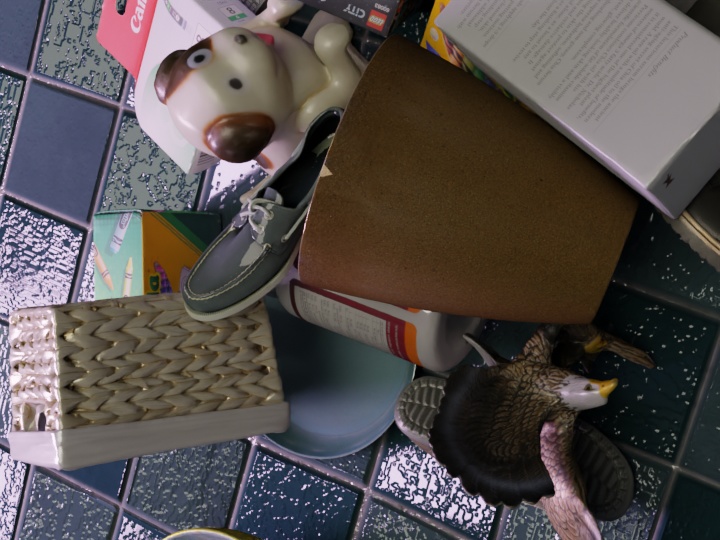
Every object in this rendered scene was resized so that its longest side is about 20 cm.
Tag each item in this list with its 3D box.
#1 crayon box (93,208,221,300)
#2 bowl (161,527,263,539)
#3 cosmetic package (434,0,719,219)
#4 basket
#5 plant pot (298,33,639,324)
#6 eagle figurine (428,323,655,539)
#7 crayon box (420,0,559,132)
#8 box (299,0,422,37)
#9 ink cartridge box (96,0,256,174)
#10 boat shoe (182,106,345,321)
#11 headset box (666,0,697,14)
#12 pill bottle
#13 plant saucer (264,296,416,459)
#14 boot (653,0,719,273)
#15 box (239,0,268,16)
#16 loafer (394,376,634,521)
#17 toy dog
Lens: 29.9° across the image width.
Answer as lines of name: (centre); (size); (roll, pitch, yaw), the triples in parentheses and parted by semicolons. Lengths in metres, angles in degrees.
crayon box: (-0.181, 0.047, 1.222); (0.058, 0.119, 0.201); (-1, 90, 30)
bowl: (-0.101, 0.317, 1.183); (0.200, 0.108, 0.201); (1, 91, 30)
cosmetic package: (0.156, -0.136, 0.881); (0.102, 0.071, 0.200); (-49, 60, 6)
basket: (-0.175, 0.081, 1.086); (0.135, 0.199, 0.124); (-6, 90, 59)
plant pot: (0.084, -0.044, 0.938); (0.199, 0.186, 0.187); (21, 101, 8)
eagle figurine: (0.131, 0.111, 0.974); (0.151, 0.151, 0.200); (18, 64, 7)
crayon box: (0.100, -0.143, 1.028); (0.126, 0.051, 0.200); (55, 154, 21)
box: (-0.049, -0.254, 1.094); (0.199, 0.137, 0.038); (24, 112, 4)
ink cartridge box: (-0.184, -0.212, 1.232); (0.200, 0.050, 0.161); (42, 134, 20)
boat shoe: (-0.069, -0.047, 1.039); (0.200, 0.062, 0.073); (-44, 50, -12)
headset box: (0.268, -0.146, 0.975); (0.200, 0.093, 0.174); (-48, 68, 22)
pill bottle: (0.000, 0.000, 1.092); (0.200, 0.109, 0.110); (20, 100, 27)
plant saucer: (-0.033, 0.064, 1.189); (0.200, 0.027, 0.201); (0, 89, 31)
boot: (0.250, -0.088, 0.892); (0.138, 0.077, 0.200); (-46, 69, 18)
box: (-0.079, -0.307, 1.205); (0.200, 0.040, 0.137); (-40, 72, 24)
loafer: (0.124, 0.144, 1.083); (0.200, 0.070, 0.075); (24, 71, 17)
toy dog: (-0.079, -0.144, 1.114); (0.194, 0.200, 0.140); (-44, 69, 23)
